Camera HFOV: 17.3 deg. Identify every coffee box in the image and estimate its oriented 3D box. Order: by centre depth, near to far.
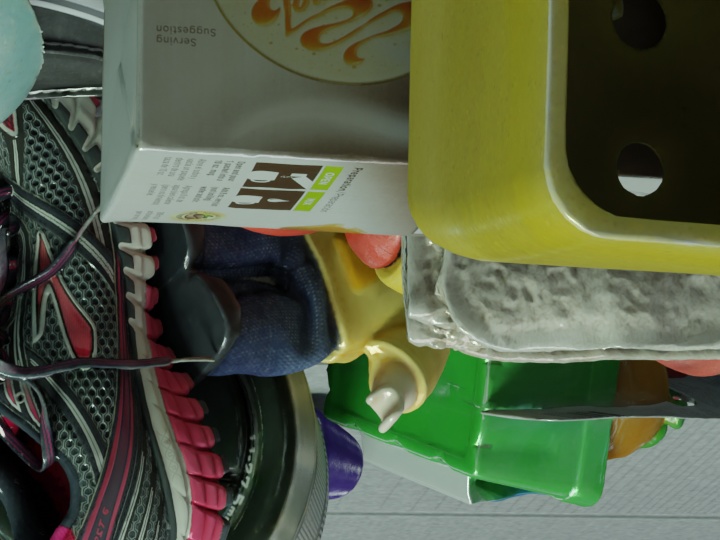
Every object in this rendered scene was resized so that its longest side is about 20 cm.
[{"bbox_3d":[0.028,-0.071,0.688,0.198,0.115,0.080,4,165,-13],"label":"coffee box"}]

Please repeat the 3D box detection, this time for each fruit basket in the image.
[{"bbox_3d":[0.091,0.051,1.028,0.199,0.095,0.185,8,-174,-40],"label":"fruit basket"}]

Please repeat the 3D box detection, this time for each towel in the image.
[{"bbox_3d":[0.107,-0.038,0.757,0.198,0.134,0.034,-2,167,-9],"label":"towel"}]

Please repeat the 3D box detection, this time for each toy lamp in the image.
[{"bbox_3d":[-0.076,0.083,1.224,0.058,0.059,0.199,-17,154,37],"label":"toy lamp"}]

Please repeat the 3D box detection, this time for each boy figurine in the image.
[{"bbox_3d":[0.000,0.000,0.898,0.199,0.125,0.064,-9,161,-41],"label":"boy figurine"}]

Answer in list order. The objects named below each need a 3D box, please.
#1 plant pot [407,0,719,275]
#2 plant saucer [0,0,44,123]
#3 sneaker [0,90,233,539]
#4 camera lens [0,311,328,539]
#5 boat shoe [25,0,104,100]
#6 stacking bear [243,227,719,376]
[{"bbox_3d":[0.103,-0.082,0.566,0.198,0.202,0.176,5,168,-18],"label":"plant pot"},{"bbox_3d":[-0.189,-0.052,0.660,0.199,0.039,0.201,-1,157,0],"label":"plant saucer"},{"bbox_3d":[-0.109,0.016,0.817,0.074,0.201,0.080,-16,171,-42],"label":"sneaker"},{"bbox_3d":[-0.094,0.083,0.975,0.158,0.161,0.200,-2,168,1],"label":"camera lens"},{"bbox_3d":[-0.159,-0.067,0.760,0.198,0.067,0.070,6,160,-21],"label":"boat shoe"},{"bbox_3d":[0.037,-0.037,0.817,0.198,0.122,0.114,13,154,-13],"label":"stacking bear"}]
